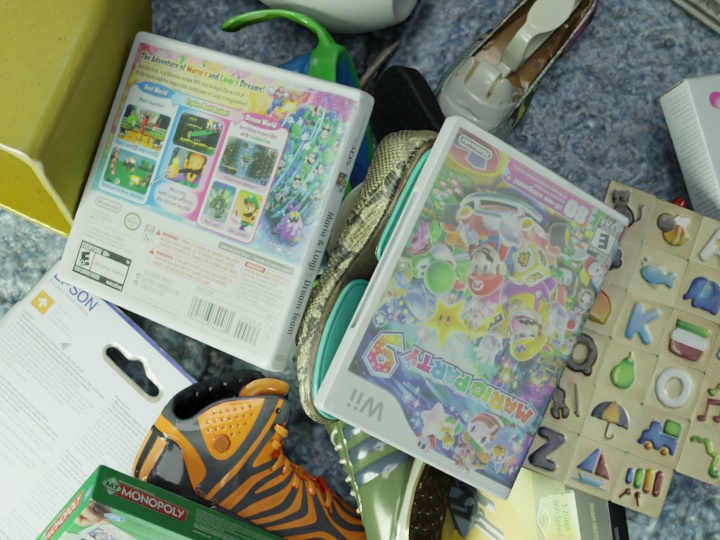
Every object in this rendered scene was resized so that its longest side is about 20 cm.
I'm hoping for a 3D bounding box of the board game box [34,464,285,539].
[{"bbox_3d":[-0.111,0.206,0.830,0.199,0.135,0.029,27,42,-20],"label":"board game box"}]

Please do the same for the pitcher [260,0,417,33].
[{"bbox_3d":[-0.042,-0.270,0.949,0.199,0.121,0.173,19,67,15],"label":"pitcher"}]

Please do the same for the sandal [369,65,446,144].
[{"bbox_3d":[0.062,-0.072,0.904,0.048,0.076,0.201,7,45,-31],"label":"sandal"}]

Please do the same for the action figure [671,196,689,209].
[{"bbox_3d":[0.169,0.032,0.923,0.199,0.052,0.066,-38,77,0],"label":"action figure"}]

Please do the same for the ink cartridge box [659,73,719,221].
[{"bbox_3d":[0.330,-0.051,0.906,0.195,0.043,0.202,-11,79,-21],"label":"ink cartridge box"}]

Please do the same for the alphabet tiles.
[{"bbox_3d":[0.180,0.050,0.836,0.165,0.006,0.202,20,82,1],"label":"alphabet tiles"}]

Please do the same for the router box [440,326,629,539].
[{"bbox_3d":[0.093,0.102,0.884,0.156,0.052,0.202,-11,81,22],"label":"router box"}]

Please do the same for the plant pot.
[{"bbox_3d":[-0.248,-0.168,0.897,0.193,0.196,0.201,24,77,5],"label":"plant pot"}]

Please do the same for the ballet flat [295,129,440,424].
[{"bbox_3d":[0.000,0.000,0.825,0.075,0.068,0.201,16,79,49],"label":"ballet flat"}]

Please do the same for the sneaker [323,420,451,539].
[{"bbox_3d":[0.014,0.113,0.853,0.089,0.067,0.202,5,81,25],"label":"sneaker"}]

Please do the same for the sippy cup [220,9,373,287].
[{"bbox_3d":[-0.064,-0.084,0.912,0.129,0.140,0.179,-7,59,10],"label":"sippy cup"}]

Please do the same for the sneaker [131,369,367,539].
[{"bbox_3d":[-0.051,0.136,0.861,0.199,0.077,0.113,20,94,-27],"label":"sneaker"}]

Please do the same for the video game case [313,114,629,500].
[{"bbox_3d":[0.074,0.024,0.800,0.142,0.018,0.201,28,82,-19],"label":"video game case"}]

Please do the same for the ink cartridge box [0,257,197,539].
[{"bbox_3d":[-0.210,0.130,0.912,0.196,0.043,0.200,42,82,6],"label":"ink cartridge box"}]

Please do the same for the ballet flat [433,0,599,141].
[{"bbox_3d":[0.111,-0.155,0.941,0.069,0.071,0.200,39,84,6],"label":"ballet flat"}]

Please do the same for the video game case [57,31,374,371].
[{"bbox_3d":[-0.101,-0.051,0.840,0.199,0.024,0.184,20,91,32],"label":"video game case"}]

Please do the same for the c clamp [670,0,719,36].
[{"bbox_3d":[0.291,-0.270,0.978,0.200,0.027,0.171,44,84,8],"label":"c clamp"}]
